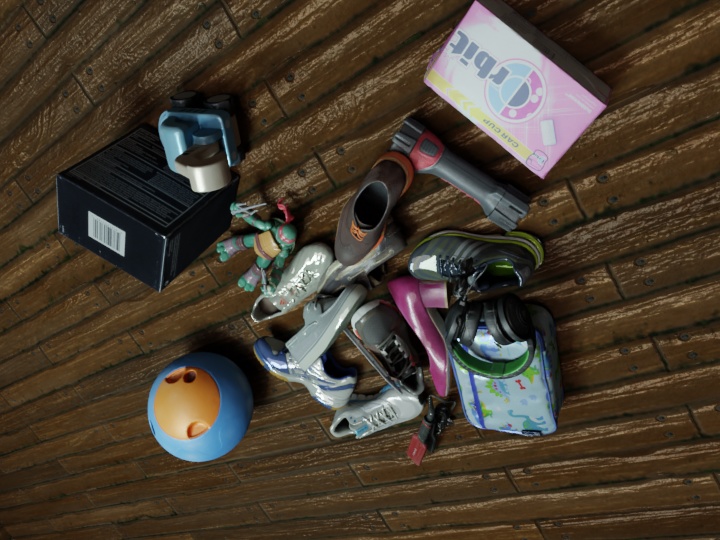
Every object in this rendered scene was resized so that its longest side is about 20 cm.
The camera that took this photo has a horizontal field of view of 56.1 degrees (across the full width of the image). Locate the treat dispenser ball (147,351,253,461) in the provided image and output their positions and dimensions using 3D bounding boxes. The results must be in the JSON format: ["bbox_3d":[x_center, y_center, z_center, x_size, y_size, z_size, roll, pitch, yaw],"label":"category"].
[{"bbox_3d":[-0.303,0.258,1.289,0.197,0.201,0.204,14,126,19],"label":"treat dispenser ball"}]

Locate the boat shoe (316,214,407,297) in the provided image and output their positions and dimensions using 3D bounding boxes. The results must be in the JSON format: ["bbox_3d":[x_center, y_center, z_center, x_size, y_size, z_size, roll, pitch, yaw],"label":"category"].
[{"bbox_3d":[0.000,0.000,1.032,0.074,0.074,0.200,48,132,8],"label":"boat shoe"}]

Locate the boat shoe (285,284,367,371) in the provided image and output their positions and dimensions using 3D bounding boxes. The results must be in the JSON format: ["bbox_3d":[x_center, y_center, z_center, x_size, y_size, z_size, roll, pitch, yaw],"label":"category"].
[{"bbox_3d":[-0.062,0.078,1.047,0.071,0.070,0.202,43,129,6],"label":"boat shoe"}]

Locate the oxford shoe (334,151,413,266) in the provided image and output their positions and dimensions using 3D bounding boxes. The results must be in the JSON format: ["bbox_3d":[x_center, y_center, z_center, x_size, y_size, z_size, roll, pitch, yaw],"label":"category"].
[{"bbox_3d":[0.001,-0.070,0.914,0.070,0.073,0.201,32,133,5],"label":"oxford shoe"}]

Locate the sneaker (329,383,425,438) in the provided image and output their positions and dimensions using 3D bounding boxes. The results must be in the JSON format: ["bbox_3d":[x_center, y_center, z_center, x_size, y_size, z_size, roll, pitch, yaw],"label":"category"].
[{"bbox_3d":[0.027,0.258,1.187,0.198,0.087,0.076,-24,106,36],"label":"sneaker"}]

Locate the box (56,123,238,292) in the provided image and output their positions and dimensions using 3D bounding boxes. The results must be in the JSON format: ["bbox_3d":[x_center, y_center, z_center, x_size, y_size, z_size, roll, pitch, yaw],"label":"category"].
[{"bbox_3d":[-0.331,-0.104,1.068,0.198,0.199,0.124,29,132,8],"label":"box"}]

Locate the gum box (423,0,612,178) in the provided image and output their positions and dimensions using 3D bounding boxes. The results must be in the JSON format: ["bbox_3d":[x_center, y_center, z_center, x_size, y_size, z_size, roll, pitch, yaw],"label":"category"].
[{"bbox_3d":[0.180,-0.222,0.799,0.199,0.066,0.114,39,129,1],"label":"gum box"}]

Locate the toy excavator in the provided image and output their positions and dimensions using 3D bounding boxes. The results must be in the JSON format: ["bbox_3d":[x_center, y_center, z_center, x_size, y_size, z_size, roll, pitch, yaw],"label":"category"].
[{"bbox_3d":[-0.233,-0.173,0.968,0.191,0.201,0.102,9,126,23],"label":"toy excavator"}]

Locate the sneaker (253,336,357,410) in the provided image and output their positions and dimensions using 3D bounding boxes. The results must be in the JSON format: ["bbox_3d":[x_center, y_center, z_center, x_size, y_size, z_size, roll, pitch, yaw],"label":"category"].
[{"bbox_3d":[-0.094,0.160,1.208,0.198,0.076,0.089,30,118,-1],"label":"sneaker"}]

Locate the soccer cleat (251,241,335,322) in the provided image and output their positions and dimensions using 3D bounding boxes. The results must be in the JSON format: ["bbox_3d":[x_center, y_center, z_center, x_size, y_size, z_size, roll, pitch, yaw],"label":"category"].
[{"bbox_3d":[-0.111,0.026,1.113,0.069,0.078,0.199,45,130,-6],"label":"soccer cleat"}]

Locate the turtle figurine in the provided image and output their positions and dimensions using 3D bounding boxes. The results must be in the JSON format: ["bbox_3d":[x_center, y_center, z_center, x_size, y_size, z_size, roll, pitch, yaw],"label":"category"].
[{"bbox_3d":[-0.155,-0.037,1.081,0.199,0.099,0.152,-26,84,54],"label":"turtle figurine"}]

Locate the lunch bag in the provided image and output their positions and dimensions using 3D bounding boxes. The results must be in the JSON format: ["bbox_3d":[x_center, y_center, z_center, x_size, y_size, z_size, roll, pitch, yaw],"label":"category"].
[{"bbox_3d":[0.217,0.150,1.018,0.158,0.083,0.203,1,120,31],"label":"lunch bag"}]

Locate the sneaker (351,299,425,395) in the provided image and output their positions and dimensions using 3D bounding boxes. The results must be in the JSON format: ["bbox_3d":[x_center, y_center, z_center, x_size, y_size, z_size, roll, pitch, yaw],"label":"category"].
[{"bbox_3d":[0.057,0.124,1.050,0.077,0.082,0.201,-36,131,1],"label":"sneaker"}]

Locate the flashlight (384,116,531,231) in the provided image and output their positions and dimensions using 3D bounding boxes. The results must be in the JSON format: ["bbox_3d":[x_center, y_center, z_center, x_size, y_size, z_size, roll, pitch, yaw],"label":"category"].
[{"bbox_3d":[0.128,-0.124,0.899,0.198,0.068,0.068,33,126,-1],"label":"flashlight"}]

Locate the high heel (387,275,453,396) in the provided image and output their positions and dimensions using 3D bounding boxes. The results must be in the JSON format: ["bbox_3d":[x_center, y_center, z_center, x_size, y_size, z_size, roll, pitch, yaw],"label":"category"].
[{"bbox_3d":[0.096,0.104,1.054,0.094,0.068,0.204,1,116,18],"label":"high heel"}]

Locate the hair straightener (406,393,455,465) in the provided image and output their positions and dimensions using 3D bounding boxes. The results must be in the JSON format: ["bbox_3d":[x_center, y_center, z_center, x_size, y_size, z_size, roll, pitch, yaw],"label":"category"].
[{"bbox_3d":[0.122,0.259,1.149,0.041,0.076,0.202,41,149,29],"label":"hair straightener"}]

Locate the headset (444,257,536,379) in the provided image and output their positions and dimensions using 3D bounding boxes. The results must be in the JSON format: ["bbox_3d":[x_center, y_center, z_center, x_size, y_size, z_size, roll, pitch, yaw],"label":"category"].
[{"bbox_3d":[0.162,0.074,0.894,0.121,0.095,0.203,-3,125,26],"label":"headset"}]

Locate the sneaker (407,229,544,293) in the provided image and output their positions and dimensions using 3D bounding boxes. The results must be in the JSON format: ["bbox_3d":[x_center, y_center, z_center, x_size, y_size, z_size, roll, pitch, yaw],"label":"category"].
[{"bbox_3d":[0.152,-0.010,0.945,0.197,0.081,0.075,-5,118,31],"label":"sneaker"}]

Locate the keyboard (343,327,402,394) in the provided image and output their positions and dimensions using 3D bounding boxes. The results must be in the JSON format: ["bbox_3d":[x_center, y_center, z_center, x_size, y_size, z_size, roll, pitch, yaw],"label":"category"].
[{"bbox_3d":[0.001,0.123,1.075,0.200,0.011,0.057,46,173,44],"label":"keyboard"}]
